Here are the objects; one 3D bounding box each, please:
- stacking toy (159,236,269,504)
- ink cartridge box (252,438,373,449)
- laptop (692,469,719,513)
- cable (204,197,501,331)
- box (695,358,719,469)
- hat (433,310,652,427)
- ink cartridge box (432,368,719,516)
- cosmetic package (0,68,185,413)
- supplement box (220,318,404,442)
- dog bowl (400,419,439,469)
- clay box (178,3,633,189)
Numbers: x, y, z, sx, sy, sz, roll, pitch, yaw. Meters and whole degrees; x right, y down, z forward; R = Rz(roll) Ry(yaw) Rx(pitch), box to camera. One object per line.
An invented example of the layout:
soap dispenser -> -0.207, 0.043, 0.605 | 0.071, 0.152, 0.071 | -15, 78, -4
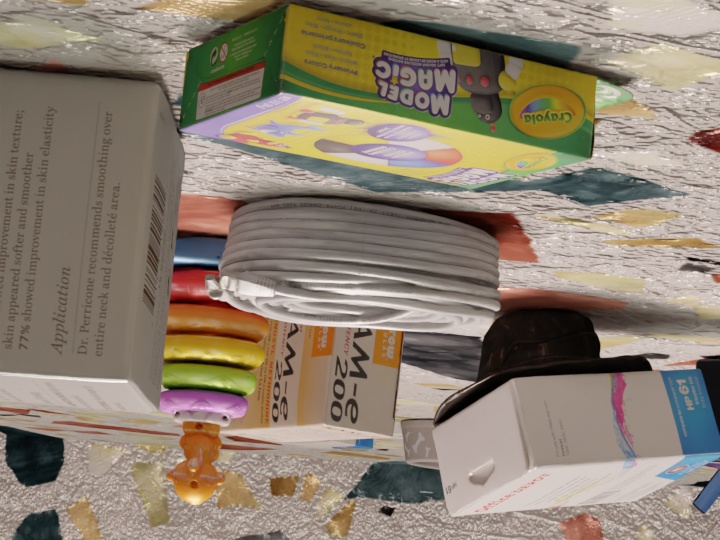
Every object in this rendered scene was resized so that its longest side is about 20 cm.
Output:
stacking toy -> -0.118, 0.081, 1.600 | 0.116, 0.200, 0.110 | 5, 170, -5
ink cartridge box -> -0.085, 0.180, 2.589 | 0.116, 0.067, 0.200 | -3, 168, 36
laptop -> 0.502, 0.232, 2.450 | 0.200, 0.116, 0.187 | 3, 171, 14
cable -> 0.000, 0.000, 1.461 | 0.200, 0.069, 0.200 | 3, 171, 6
box -> 0.435, 0.148, 2.018 | 0.148, 0.104, 0.200 | -4, 167, 41
hat -> 0.149, 0.078, 1.812 | 0.201, 0.081, 0.201 | -11, 163, -4
ink cartridge box -> 0.183, 0.147, 1.773 | 0.200, 0.085, 0.145 | -2, 159, -30
cosmetic package -> -0.210, -0.017, 1.164 | 0.200, 0.167, 0.166 | 6, 171, 1
supplement box -> -0.047, 0.082, 1.802 | 0.074, 0.126, 0.200 | 12, 168, -31
dog bowl -> 0.153, 0.250, 2.920 | 0.200, 0.059, 0.200 | 5, 171, 1
clay box -> 0.025, -0.080, 1.027 | 0.200, 0.048, 0.115 | 11, 169, -27
